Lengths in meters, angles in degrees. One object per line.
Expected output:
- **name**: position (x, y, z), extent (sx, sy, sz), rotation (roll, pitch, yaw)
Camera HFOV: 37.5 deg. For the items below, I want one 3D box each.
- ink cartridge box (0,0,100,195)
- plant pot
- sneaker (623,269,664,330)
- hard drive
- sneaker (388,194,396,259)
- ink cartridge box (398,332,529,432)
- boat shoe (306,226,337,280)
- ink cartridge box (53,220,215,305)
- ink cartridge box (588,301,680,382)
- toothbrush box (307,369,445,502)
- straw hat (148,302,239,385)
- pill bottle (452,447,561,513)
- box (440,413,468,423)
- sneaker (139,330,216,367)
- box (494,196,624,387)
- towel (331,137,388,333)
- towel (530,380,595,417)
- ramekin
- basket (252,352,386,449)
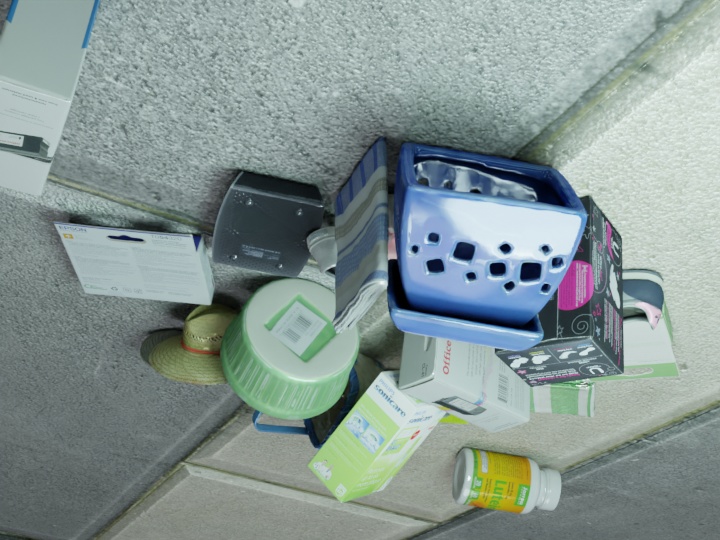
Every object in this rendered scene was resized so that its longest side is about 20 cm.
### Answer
- **ink cartridge box**: position (-0.346, -0.192, 1.118), extent (0.084, 0.145, 0.200), rotation (17, 150, -18)
- **plant pot**: position (0.127, -0.025, 1.202), extent (0.200, 0.200, 0.180), rotation (9, 109, -3)
- **sneaker**: position (0.322, 0.052, 1.483), extent (0.200, 0.082, 0.070), rotation (-10, 147, 27)
- **hard drive**: position (-0.125, -0.060, 1.413), extent (0.135, 0.042, 0.200), rotation (11, 150, -9)
- **sneaker**: position (0.076, -0.061, 1.337), extent (0.200, 0.075, 0.105), rotation (-14, 150, 40)
- **ink cartridge box**: position (0.162, 0.142, 1.608), extent (0.200, 0.148, 0.086), rotation (27, 145, -29)
- **boat shoe**: position (0.000, 0.000, 1.437), extent (0.072, 0.069, 0.200), rotation (-23, 154, 17)
- **ink cartridge box**: position (-0.318, -0.021, 1.522), extent (0.196, 0.043, 0.200), rotation (6, 149, 3)
- **ink cartridge box**: position (0.394, 0.102, 1.592), extent (0.145, 0.048, 0.200), rotation (-6, 149, 22)
- **toothbrush box**: position (0.034, 0.253, 1.652), extent (0.200, 0.086, 0.146), rotation (-54, 156, 15)
- **straw hat**: position (-0.230, 0.096, 1.656), extent (0.201, 0.201, 0.085), rotation (5, 113, 3)
- **pill bottle**: position (0.292, 0.424, 2.117), extent (0.200, 0.111, 0.111), rotation (10, 150, -7)
- **box**: position (0.094, 0.222, 1.866), extent (0.200, 0.048, 0.122), rotation (3, 150, 5)
- **sneaker**: position (-0.266, 0.155, 1.791), extent (0.200, 0.075, 0.106), rotation (5, 159, 13)
- **box**: position (0.252, 0.030, 1.337), extent (0.132, 0.200, 0.115), rotation (-13, 145, 31)
- **towel**: position (-0.001, -0.040, 1.264), extent (0.024, 0.200, 0.147), rotation (10, 151, -18)
- **towel**: position (0.306, 0.220, 1.845), extent (0.200, 0.023, 0.153), rotation (-1, 151, 12)
- **ramekin**: position (-0.098, 0.108, 1.557), extent (0.200, 0.200, 0.098), rotation (13, 143, -13)
- **basket**: position (-0.060, 0.206, 1.739), extent (0.200, 0.139, 0.176), rotation (14, 120, -34)
